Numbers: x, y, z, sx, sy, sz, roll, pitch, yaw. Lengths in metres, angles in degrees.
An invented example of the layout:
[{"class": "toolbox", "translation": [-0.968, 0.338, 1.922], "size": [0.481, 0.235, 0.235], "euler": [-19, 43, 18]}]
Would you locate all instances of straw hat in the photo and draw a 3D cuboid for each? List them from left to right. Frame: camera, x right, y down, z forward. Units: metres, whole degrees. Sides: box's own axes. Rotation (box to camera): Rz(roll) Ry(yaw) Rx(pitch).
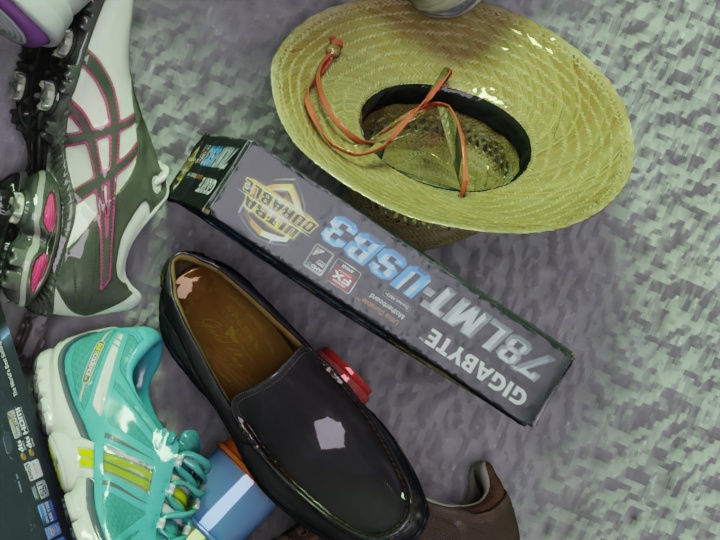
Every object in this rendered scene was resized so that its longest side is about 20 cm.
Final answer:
[{"class": "straw hat", "translation": [0.040, -0.058, 1.453], "size": [0.199, 0.202, 0.085], "euler": [9, 133, -10]}]

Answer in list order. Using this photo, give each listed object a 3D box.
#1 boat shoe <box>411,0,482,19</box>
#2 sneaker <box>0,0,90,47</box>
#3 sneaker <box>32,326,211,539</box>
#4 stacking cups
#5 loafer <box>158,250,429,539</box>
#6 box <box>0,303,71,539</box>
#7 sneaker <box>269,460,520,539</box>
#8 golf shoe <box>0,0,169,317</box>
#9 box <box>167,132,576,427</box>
[{"class": "boat shoe", "translation": [0.079, -0.231, 1.447], "size": [0.072, 0.076, 0.201], "euler": [37, 85, -28]}, {"class": "sneaker", "translation": [-0.201, -0.208, 1.351], "size": [0.200, 0.075, 0.100], "euler": [46, 74, -16]}, {"class": "sneaker", "translation": [-0.115, 0.116, 1.412], "size": [0.079, 0.078, 0.201], "euler": [-19, 65, 0]}, {"class": "stacking cups", "translation": [-0.074, 0.127, 1.474], "size": [0.200, 0.060, 0.061], "euler": [-45, 100, -8]}, {"class": "loafer", "translation": [-0.042, 0.070, 1.416], "size": [0.073, 0.072, 0.200], "euler": [-43, 69, -9]}, {"class": "box", "translation": [-0.246, 0.094, 1.400], "size": [0.160, 0.043, 0.201], "euler": [-24, 106, -33]}, {"class": "sneaker", "translation": [-0.006, 0.149, 1.471], "size": [0.199, 0.070, 0.076], "euler": [-4, 81, -27]}, {"class": "golf shoe", "translation": [-0.143, -0.074, 1.442], "size": [0.087, 0.077, 0.202], "euler": [11, 98, -26]}, {"class": "box", "translation": [0.000, 0.000, 1.398], "size": [0.199, 0.198, 0.050], "euler": [33, 87, -11]}]
